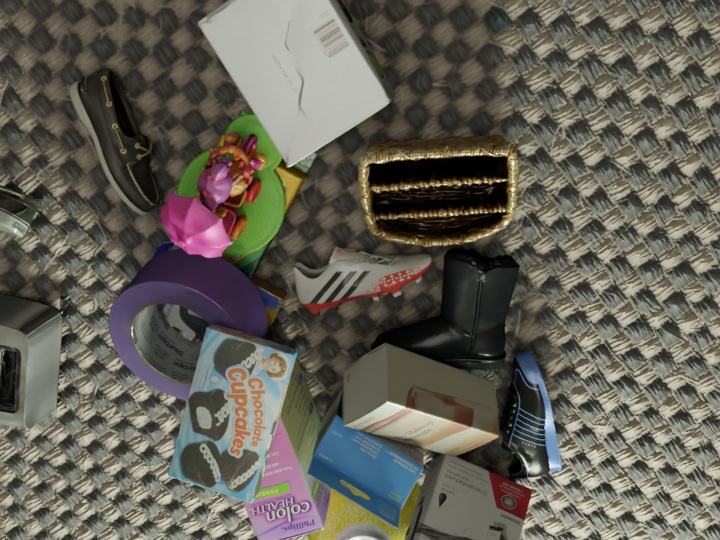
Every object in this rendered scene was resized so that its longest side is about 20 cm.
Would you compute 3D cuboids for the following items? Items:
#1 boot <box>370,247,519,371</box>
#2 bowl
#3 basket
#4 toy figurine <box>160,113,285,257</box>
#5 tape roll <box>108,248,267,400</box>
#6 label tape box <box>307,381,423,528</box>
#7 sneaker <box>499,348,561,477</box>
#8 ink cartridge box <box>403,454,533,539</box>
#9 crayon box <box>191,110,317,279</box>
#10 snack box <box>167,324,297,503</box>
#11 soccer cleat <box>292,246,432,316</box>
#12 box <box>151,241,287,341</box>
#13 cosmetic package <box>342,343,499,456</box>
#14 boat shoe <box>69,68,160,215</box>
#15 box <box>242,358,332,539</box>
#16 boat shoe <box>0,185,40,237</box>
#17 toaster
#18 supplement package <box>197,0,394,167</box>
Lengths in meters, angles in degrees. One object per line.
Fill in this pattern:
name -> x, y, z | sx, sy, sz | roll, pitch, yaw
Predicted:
boot -> 0.116, 0.051, 1.085 | 0.200, 0.076, 0.169 | 3, 106, 2
bowl -> 0.009, 0.405, 1.175 | 0.200, 0.108, 0.201 | 1, 105, 4
basket -> 0.101, -0.097, 1.010 | 0.199, 0.149, 0.143 | -2, 105, 4
toy figurine -> -0.172, -0.093, 0.962 | 0.150, 0.184, 0.200 | 26, 105, -2
tape roll -> -0.234, 0.076, 1.063 | 0.199, 0.085, 0.200 | 7, 125, 11
label tape box -> 0.015, 0.246, 1.082 | 0.144, 0.200, 0.063 | 32, 106, -5
sneaker -> 0.235, 0.214, 1.124 | 0.078, 0.070, 0.200 | -14, 105, 2
ink cartridge box -> 0.146, 0.388, 1.115 | 0.147, 0.083, 0.200 | 24, 64, -2
crayon box -> -0.162, -0.104, 1.080 | 0.126, 0.052, 0.200 | 29, 105, -3
snack box -> -0.162, 0.180, 0.983 | 0.116, 0.037, 0.200 | 16, 96, 6
soccer cleat -> 0.000, 0.000, 1.088 | 0.200, 0.069, 0.085 | -17, 107, 14
box -> -0.222, 0.040, 1.130 | 0.200, 0.041, 0.119 | 27, 106, -5
cosmetic package -> 0.083, 0.181, 1.060 | 0.200, 0.087, 0.103 | 22, 141, -29
boat shoe -> -0.324, -0.175, 1.063 | 0.060, 0.072, 0.202 | -23, 100, 14
box -> -0.118, 0.247, 1.107 | 0.096, 0.176, 0.200 | -18, 103, 9
boat shoe -> -0.552, -0.112, 1.108 | 0.200, 0.071, 0.064 | 23, 73, 6
toaster -> -0.541, 0.125, 1.139 | 0.180, 0.119, 0.200 | 11, 106, 1
supplement package -> -0.066, -0.256, 0.954 | 0.147, 0.200, 0.191 | -30, 102, 11
